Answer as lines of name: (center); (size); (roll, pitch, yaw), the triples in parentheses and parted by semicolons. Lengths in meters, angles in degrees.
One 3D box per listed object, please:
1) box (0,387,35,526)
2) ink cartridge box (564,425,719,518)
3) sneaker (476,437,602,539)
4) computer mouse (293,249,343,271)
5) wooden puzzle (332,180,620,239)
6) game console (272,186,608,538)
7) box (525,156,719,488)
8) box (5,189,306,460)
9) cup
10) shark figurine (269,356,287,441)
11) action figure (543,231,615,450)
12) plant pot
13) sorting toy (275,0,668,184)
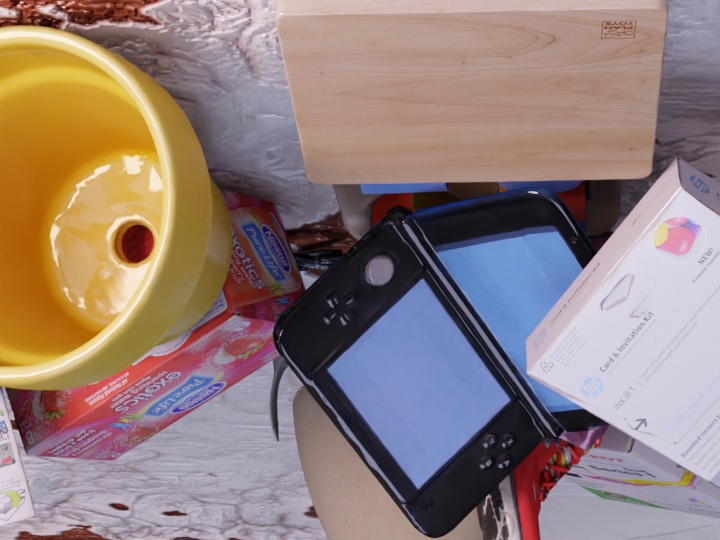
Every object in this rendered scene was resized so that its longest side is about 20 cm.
box: (-0.256, 0.068, 1.530); (0.034, 0.200, 0.111); (-15, 122, -9)
ink cartridge box: (0.200, 0.117, 1.749); (0.144, 0.085, 0.200); (6, 164, 39)
sneaker: (0.125, 0.120, 1.602); (0.084, 0.201, 0.077); (6, 141, -2)
computer mouse: (0.000, 0.000, 1.544); (0.058, 0.034, 0.199); (-1, 180, -43)
wooden puzzle: (0.069, -0.059, 1.445); (0.184, 0.047, 0.200); (-1, 156, 6)
game console: (0.076, 0.062, 1.432); (0.200, 0.171, 0.118); (53, 167, -28)
box: (0.222, 0.047, 1.384); (0.199, 0.041, 0.156); (29, 118, -15)
box: (-0.138, 0.038, 1.532); (0.199, 0.100, 0.095); (-33, 155, 28)
cup: (0.044, 0.177, 1.865); (0.199, 0.144, 0.201); (0, 157, 0)
shark figurine: (-0.012, 0.062, 1.678); (0.214, 0.090, 0.128); (-19, 148, 35)
action figure: (0.174, 0.026, 1.532); (0.134, 0.149, 0.200); (37, 128, -9)
plant pot: (-0.165, -0.027, 1.372); (0.199, 0.202, 0.189); (-7, 172, 17)
sorting toy: (0.062, -0.122, 1.272); (0.198, 0.070, 0.199); (-1, 156, 4)
